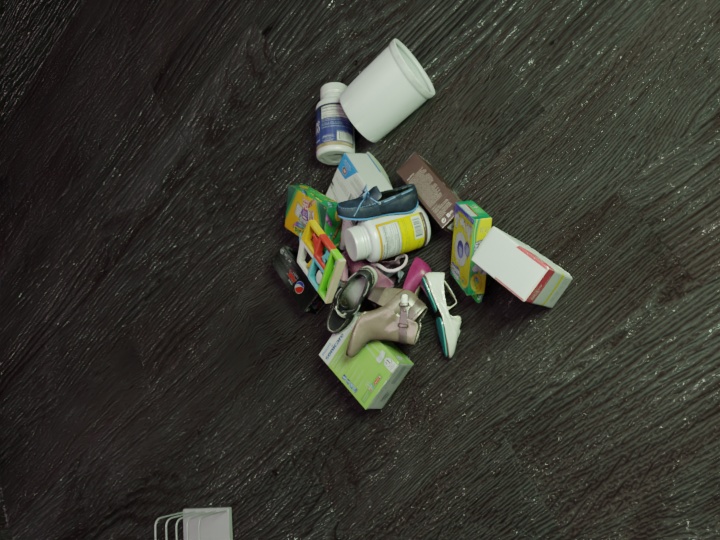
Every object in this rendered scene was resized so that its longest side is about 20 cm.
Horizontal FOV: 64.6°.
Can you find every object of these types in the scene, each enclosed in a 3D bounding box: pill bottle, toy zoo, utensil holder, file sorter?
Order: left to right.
[{"bbox_3d":[-0.476,0.764,1.626,0.196,0.124,0.143,-15,74,30],"label":"file sorter"},{"bbox_3d":[-0.109,-0.033,1.437,0.201,0.020,0.133,52,134,37],"label":"toy zoo"},{"bbox_3d":[-0.071,-0.407,1.579,0.109,0.110,0.206,-9,76,31],"label":"pill bottle"},{"bbox_3d":[0.066,-0.457,1.465,0.198,0.168,0.173,-35,64,25],"label":"utensil holder"},{"bbox_3d":[0.064,-0.087,1.371,0.109,0.195,0.112,-16,90,69],"label":"pill bottle"}]

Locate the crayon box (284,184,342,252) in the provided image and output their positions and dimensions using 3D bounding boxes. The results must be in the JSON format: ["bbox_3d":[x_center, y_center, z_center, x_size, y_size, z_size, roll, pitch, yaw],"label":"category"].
[{"bbox_3d":[-0.126,-0.142,1.510,0.199,0.057,0.122,33,122,46],"label":"crayon box"}]

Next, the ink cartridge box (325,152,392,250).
[{"bbox_3d":[-0.016,-0.176,1.474,0.148,0.083,0.202,57,138,29],"label":"ink cartridge box"}]

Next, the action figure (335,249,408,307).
[{"bbox_3d":[0.000,0.000,1.423,0.197,0.134,0.151,31,136,8],"label":"action figure"}]

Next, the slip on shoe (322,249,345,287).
[{"bbox_3d":[-0.066,-0.034,1.534,0.061,0.074,0.203,-36,59,20],"label":"slip on shoe"}]

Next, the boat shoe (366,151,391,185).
[{"bbox_3d":[0.046,-0.219,1.491,0.061,0.072,0.204,-32,70,20],"label":"boat shoe"}]

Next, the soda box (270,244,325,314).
[{"bbox_3d":[-0.169,0.026,1.593,0.071,0.063,0.201,-48,59,17],"label":"soda box"}]

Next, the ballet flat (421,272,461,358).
[{"bbox_3d":[0.201,0.099,1.329,0.068,0.069,0.205,-19,85,29],"label":"ballet flat"}]

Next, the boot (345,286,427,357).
[{"bbox_3d":[0.065,0.136,1.333,0.144,0.070,0.204,24,91,20],"label":"boot"}]

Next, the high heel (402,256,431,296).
[{"bbox_3d":[0.098,0.063,1.405,0.198,0.067,0.097,-38,72,5],"label":"high heel"}]

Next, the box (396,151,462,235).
[{"bbox_3d":[0.183,-0.183,1.376,0.075,0.099,0.201,-45,61,16],"label":"box"}]

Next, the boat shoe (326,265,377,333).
[{"bbox_3d":[-0.030,0.078,1.378,0.074,0.060,0.201,42,113,10],"label":"boat shoe"}]

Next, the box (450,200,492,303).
[{"bbox_3d":[0.241,-0.039,1.265,0.118,0.047,0.205,-116,21,-63],"label":"box"}]

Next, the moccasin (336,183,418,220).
[{"bbox_3d":[0.037,-0.169,1.331,0.081,0.195,0.070,-119,21,-53],"label":"moccasin"}]

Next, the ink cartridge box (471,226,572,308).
[{"bbox_3d":[0.338,-0.002,1.179,0.145,0.198,0.084,42,106,31],"label":"ink cartridge box"}]

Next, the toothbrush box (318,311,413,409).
[{"bbox_3d":[0.012,0.221,1.423,0.200,0.085,0.147,42,103,31],"label":"toothbrush box"}]
